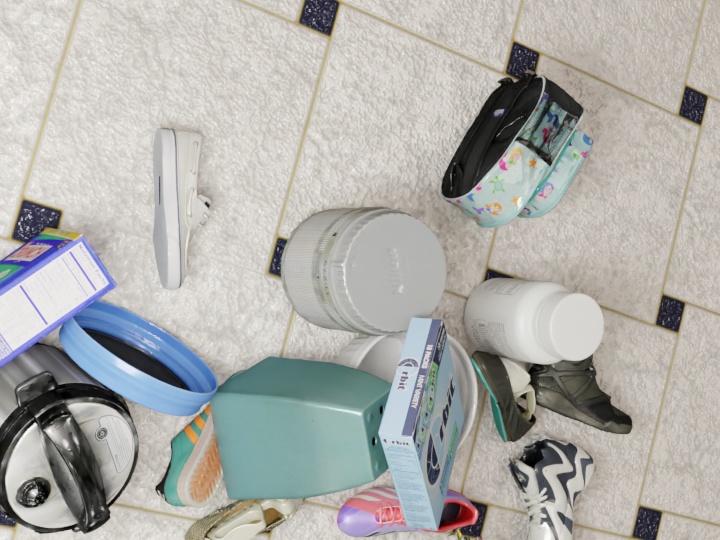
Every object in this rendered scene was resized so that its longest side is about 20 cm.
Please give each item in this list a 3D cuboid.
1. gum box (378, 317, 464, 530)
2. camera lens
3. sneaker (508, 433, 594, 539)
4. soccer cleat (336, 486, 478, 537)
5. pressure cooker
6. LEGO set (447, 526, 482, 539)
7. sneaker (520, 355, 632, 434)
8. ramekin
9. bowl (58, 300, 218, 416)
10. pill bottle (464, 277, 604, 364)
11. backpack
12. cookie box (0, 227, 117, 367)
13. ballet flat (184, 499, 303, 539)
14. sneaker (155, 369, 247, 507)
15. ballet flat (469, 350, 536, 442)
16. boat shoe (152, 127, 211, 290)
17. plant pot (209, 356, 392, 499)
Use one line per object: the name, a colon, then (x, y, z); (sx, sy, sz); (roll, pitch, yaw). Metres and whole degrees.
gum box: (0.077, 0.186, 1.371); (0.201, 0.044, 0.170); (75, 26, -46)
camera lens: (0.000, 0.000, 1.450); (0.159, 0.200, 0.161); (-1, 92, -26)
sneaker: (0.253, 0.329, 1.653); (0.129, 0.079, 0.200); (32, 77, -22)
soccer cleat: (0.066, 0.333, 1.560); (0.199, 0.076, 0.067); (2, 91, -27)
pressure cooker: (-0.345, 0.193, 1.265); (0.176, 0.200, 0.179); (26, 91, -42)
LEGO set: (0.093, 0.399, 1.518); (0.153, 0.200, 0.117); (4, 82, -13)
sneaker: (0.339, 0.172, 1.692); (0.199, 0.076, 0.115); (26, 87, -19)
ramekin: (0.048, 0.167, 1.532); (0.199, 0.105, 0.201); (-1, 92, -27)
bowl: (-0.261, 0.102, 1.331); (0.200, 0.201, 0.039); (29, 98, -24)
pill bottle: (0.240, 0.070, 1.572); (0.114, 0.200, 0.115); (-1, 92, -26)
backpack: (0.208, -0.151, 1.566); (0.150, 0.177, 0.200); (40, 78, -16)
cookie box: (-0.393, 0.038, 1.274); (0.200, 0.171, 0.075); (-38, 110, -21)
ballet flat: (-0.131, 0.314, 1.463); (0.199, 0.075, 0.068); (-29, 103, -23)
sneaker: (-0.195, 0.206, 1.435); (0.071, 0.080, 0.200); (56, 47, -33)
ballet flat: (0.206, 0.166, 1.598); (0.068, 0.068, 0.200); (-26, 137, -1)
boat shoe: (-0.219, -0.076, 1.417); (0.069, 0.071, 0.201); (0, 85, -24)
plant pot: (-0.056, 0.194, 1.390); (0.141, 0.199, 0.142); (-28, 112, -56)
